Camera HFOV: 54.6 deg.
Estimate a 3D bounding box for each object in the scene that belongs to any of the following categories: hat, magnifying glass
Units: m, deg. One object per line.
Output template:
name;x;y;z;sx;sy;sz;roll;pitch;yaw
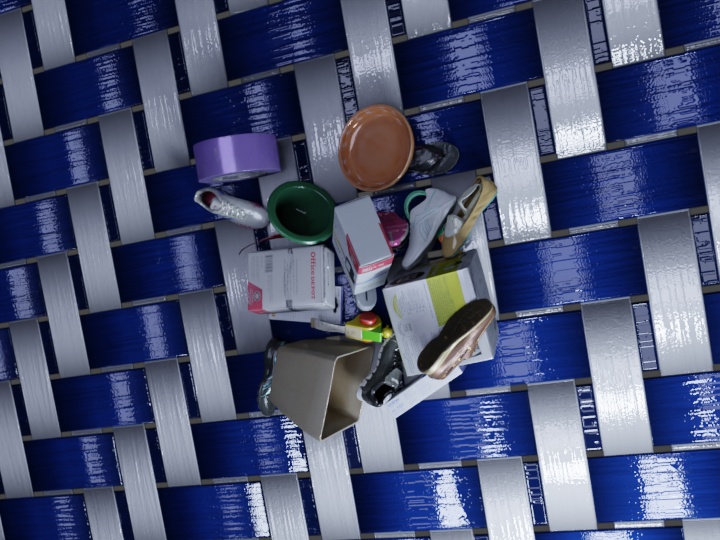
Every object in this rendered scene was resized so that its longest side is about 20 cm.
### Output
hat;-0.171;-0.110;1.722;0.198;0.176;0.167;19;62;-10
magnifying glass;0.177;-0.100;1.624;0.079;0.022;0.201;-39;82;16

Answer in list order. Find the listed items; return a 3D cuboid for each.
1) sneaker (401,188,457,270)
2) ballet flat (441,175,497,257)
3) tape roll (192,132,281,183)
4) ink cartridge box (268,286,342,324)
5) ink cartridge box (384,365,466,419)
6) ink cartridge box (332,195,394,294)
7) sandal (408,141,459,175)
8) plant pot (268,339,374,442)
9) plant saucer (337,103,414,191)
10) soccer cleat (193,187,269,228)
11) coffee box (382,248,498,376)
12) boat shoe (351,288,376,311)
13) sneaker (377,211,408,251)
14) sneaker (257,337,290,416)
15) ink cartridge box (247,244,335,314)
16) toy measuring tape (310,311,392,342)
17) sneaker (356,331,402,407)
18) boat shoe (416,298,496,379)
sneaker;0.141;-0.095;1.585;0.080;0.070;0.201;29;85;12
ballet flat;0.229;-0.124;1.562;0.063;0.069;0.201;36;85;-29
tape roll;-0.292;-0.265;1.653;0.198;0.200;0.086;-8;92;17
ink cartridge box;-0.134;0.079;1.726;0.198;0.037;0.096;3;95;19
ink cartridge box;0.154;0.264;1.626;0.199;0.094;0.044;-37;85;16
ink cartridge box;0.002;-0.049;1.523;0.082;0.200;0.147;-20;74;-10
sandal;0.128;-0.258;1.606;0.198;0.048;0.076;2;95;18
plant pot;-0.103;0.262;1.662;0.176;0.199;0.202;15;99;26
plant saucer;0.039;-0.282;1.616;0.198;0.037;0.203;-1;87;32
soccer cleat;-0.323;-0.151;1.733;0.198;0.086;0.071;21;101;13
coffee box;0.180;0.089;1.536;0.196;0.200;0.202;-15;98;17
boat shoe;0.000;0.000;1.656;0.071;0.071;0.202;7;74;-17
sneaker;0.068;-0.072;1.580;0.073;0.200;0.088;-7;109;-6
sneaker;-0.208;0.273;1.746;0.078;0.075;0.202;11;99;13
ink cartridge box;-0.164;0.024;1.673;0.198;0.085;0.147;-5;79;17
toy measuring tape;-0.018;0.128;1.667;0.198;0.074;0.074;9;98;15
sneaker;0.070;0.236;1.636;0.201;0.066;0.090;-59;35;0
boat shoe;0.202;0.141;1.407;0.067;0.072;0.200;36;103;-30
